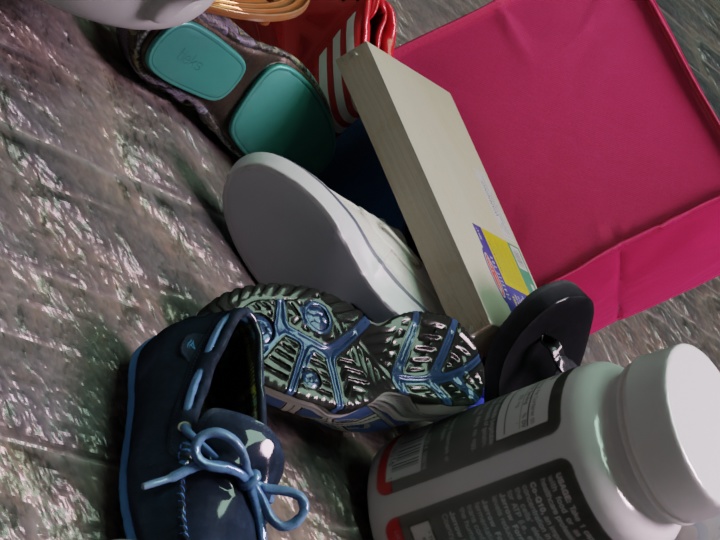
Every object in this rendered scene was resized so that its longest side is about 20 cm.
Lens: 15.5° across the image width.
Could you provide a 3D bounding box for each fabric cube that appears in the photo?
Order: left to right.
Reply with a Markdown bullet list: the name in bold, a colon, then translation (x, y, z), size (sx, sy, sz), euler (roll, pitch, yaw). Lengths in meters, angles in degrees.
- **fabric cube**: translation (0.137, -0.073, 1.804), size (0.199, 0.199, 0.197), euler (72, -7, -74)

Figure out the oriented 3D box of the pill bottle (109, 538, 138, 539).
- **pill bottle**: translation (-0.056, 0.199, 1.099), size (0.200, 0.106, 0.107), euler (42, 25, -43)

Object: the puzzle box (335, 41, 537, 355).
- **puzzle box**: translation (0.057, -0.036, 1.622), size (0.133, 0.025, 0.201), euler (26, 38, -63)

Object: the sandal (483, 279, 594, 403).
- **sandal**: translation (0.107, 0.089, 1.588), size (0.076, 0.201, 0.043), euler (-22, 48, -36)

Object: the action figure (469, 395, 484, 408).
- **action figure**: translation (0.072, 0.106, 1.676), size (0.199, 0.099, 0.066), euler (26, 35, -22)

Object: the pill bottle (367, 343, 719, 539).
- **pill bottle**: translation (0.113, 0.119, 1.496), size (0.114, 0.199, 0.115), euler (38, 41, -42)

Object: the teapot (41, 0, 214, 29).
- **teapot**: translation (-0.130, -0.232, 1.409), size (0.199, 0.147, 0.198), euler (28, 27, -8)

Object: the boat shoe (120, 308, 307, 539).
- **boat shoe**: translation (-0.073, 0.088, 1.261), size (0.084, 0.068, 0.201), euler (43, 25, -42)

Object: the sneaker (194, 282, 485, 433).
- **sneaker**: translation (-0.021, 0.059, 1.476), size (0.199, 0.077, 0.076), euler (15, 56, -41)

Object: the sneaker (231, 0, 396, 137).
- **sneaker**: translation (-0.039, -0.176, 1.705), size (0.078, 0.115, 0.201), euler (16, 48, -66)

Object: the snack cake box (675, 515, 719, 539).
- **snack cake box**: translation (0.175, 0.190, 1.563), size (0.067, 0.114, 0.202), euler (23, 76, -55)

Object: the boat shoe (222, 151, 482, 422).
- **boat shoe**: translation (0.000, 0.000, 1.568), size (0.200, 0.071, 0.070), euler (43, 32, -9)

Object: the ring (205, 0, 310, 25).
- **ring**: translation (-0.121, -0.198, 1.555), size (0.199, 0.019, 0.201), euler (23, 25, -11)

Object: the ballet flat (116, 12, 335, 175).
- **ballet flat**: translation (-0.083, -0.121, 1.597), size (0.200, 0.072, 0.072), euler (37, 29, -52)

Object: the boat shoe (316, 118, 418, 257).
- **boat shoe**: translation (0.013, -0.046, 1.706), size (0.069, 0.084, 0.201), euler (50, 22, -37)
